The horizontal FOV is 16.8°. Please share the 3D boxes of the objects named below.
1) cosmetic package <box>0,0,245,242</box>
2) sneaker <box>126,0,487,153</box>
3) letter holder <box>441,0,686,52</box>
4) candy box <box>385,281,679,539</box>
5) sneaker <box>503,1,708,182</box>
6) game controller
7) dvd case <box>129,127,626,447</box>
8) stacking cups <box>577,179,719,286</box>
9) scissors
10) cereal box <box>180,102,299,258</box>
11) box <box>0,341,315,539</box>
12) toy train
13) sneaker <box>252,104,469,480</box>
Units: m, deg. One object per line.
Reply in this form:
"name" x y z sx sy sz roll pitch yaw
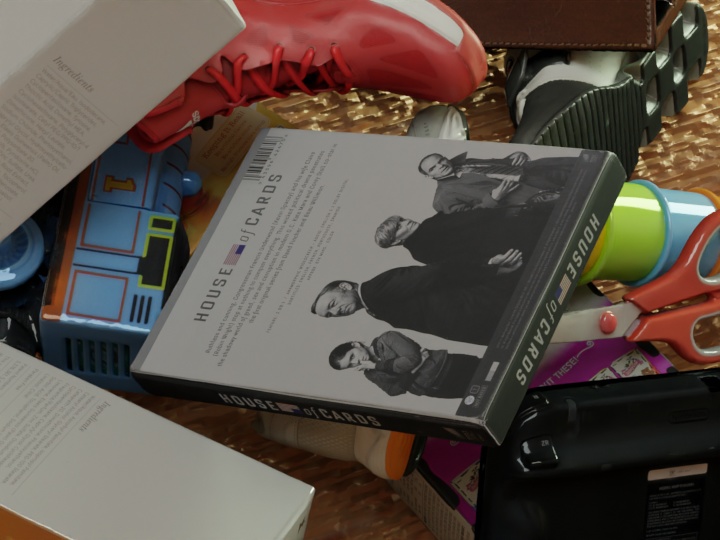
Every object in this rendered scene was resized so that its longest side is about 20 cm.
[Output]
"cosmetic package" -0.158 -0.093 1.126 0.200 0.074 0.102 -38 44 9
"sneaker" -0.046 -0.091 1.177 0.199 0.078 0.116 16 61 20
"letter holder" 0.065 -0.198 1.275 0.199 0.143 0.101 3 25 19
"candy box" 0.063 0.055 1.211 0.136 0.061 0.200 -33 65 -19
"sneaker" 0.106 -0.086 1.282 0.088 0.074 0.200 12 33 27
"game controller" 0.142 0.099 1.140 0.199 0.105 0.042 -4 25 -27
"dvd case" 0.006 0.002 1.107 0.199 0.025 0.151 6 56 37
"stacking cups" 0.153 -0.022 1.213 0.199 0.061 0.061 0 53 -34
"scissors" 0.127 0.030 1.159 0.199 0.073 0.014 -24 20 -33
"cereal box" -0.148 -0.069 1.297 0.200 0.040 0.144 34 66 18
"box" -0.137 0.130 1.113 0.199 0.125 0.098 23 38 14
"toy train" -0.137 -0.036 1.211 0.114 0.087 0.201 9 60 -2
"sneaker" 0.000 0.000 1.169 0.092 0.076 0.201 9 58 12
